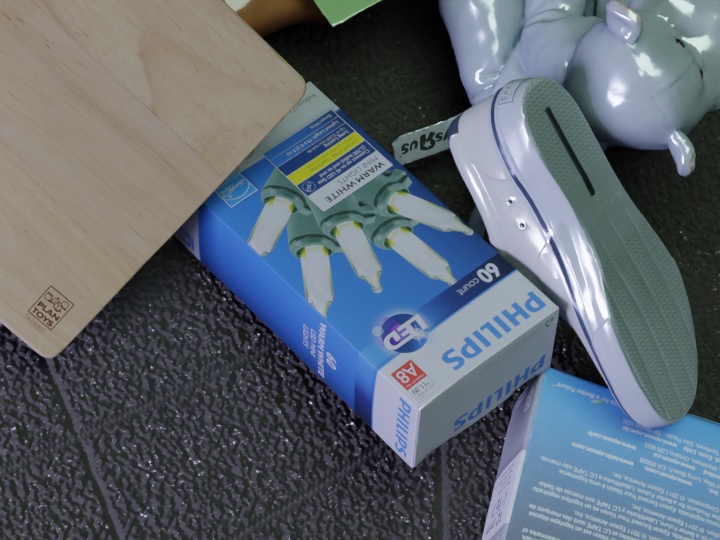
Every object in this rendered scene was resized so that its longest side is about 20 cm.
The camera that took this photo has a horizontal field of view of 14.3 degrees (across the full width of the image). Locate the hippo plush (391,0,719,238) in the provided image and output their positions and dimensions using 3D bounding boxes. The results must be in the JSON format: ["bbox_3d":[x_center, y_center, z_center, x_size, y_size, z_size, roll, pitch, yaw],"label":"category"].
[{"bbox_3d":[0.124,-0.122,1.568,0.200,0.161,0.160,-34,98,-27],"label":"hippo plush"}]

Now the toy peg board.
[{"bbox_3d":[-0.172,-0.099,1.487,0.199,0.098,0.200,-46,117,2],"label":"toy peg board"}]

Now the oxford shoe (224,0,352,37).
[{"bbox_3d":[-0.089,-0.133,1.596,0.199,0.071,0.072,-9,97,-18],"label":"oxford shoe"}]

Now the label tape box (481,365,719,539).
[{"bbox_3d":[0.133,0.169,1.520,0.143,0.066,0.201,19,65,-7],"label":"label tape box"}]

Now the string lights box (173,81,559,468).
[{"bbox_3d":[0.000,0.000,1.527,0.103,0.059,0.200,-35,62,-25],"label":"string lights box"}]

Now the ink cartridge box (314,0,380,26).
[{"bbox_3d":[0.032,-0.242,1.593,0.199,0.048,0.146,-28,71,-19],"label":"ink cartridge box"}]

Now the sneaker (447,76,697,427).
[{"bbox_3d":[0.113,-0.007,1.520,0.073,0.071,0.201,-32,100,-43],"label":"sneaker"}]
